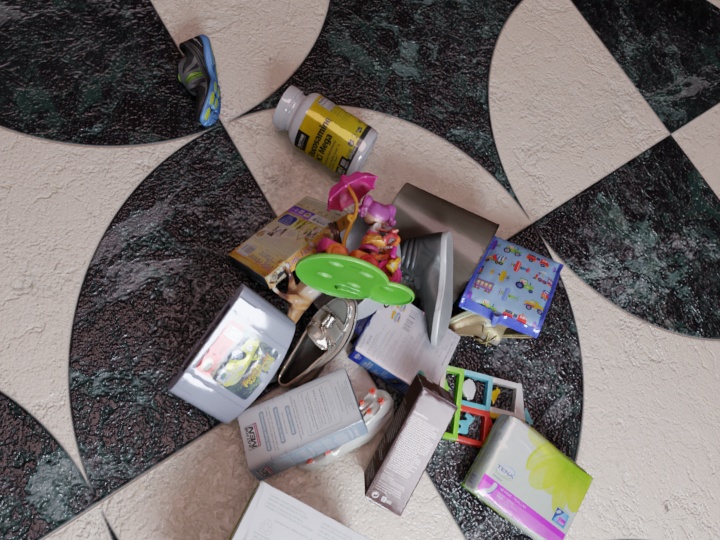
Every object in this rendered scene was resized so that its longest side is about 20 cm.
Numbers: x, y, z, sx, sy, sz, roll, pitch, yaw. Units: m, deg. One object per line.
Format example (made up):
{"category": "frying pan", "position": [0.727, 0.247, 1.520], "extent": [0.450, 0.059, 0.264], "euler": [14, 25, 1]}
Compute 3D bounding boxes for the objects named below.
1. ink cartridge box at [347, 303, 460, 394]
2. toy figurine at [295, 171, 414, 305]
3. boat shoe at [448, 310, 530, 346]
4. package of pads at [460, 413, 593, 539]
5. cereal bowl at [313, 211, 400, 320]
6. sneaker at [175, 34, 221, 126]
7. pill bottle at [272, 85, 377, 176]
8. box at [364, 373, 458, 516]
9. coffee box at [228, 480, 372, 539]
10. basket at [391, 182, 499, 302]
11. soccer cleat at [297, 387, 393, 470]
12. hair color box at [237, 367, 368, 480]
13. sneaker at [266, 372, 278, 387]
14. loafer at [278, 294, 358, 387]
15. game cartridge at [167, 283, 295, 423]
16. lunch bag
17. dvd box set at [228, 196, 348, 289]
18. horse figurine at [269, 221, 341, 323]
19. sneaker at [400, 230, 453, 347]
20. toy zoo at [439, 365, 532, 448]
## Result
{"category": "ink cartridge box", "position": [0.067, 0.131, 1.111], "extent": [0.197, 0.076, 0.138], "euler": [33, 66, -2]}
{"category": "toy figurine", "position": [0.008, -0.063, 0.961], "extent": [0.195, 0.150, 0.189], "euler": [18, 65, -17]}
{"category": "boat shoe", "position": [0.256, 0.109, 1.167], "extent": [0.194, 0.074, 0.068], "euler": [-6, 66, -16]}
{"category": "package of pads", "position": [0.298, 0.371, 1.072], "extent": [0.198, 0.068, 0.156], "euler": [36, 76, -4]}
{"category": "cereal bowl", "position": [0.000, 0.000, 1.097], "extent": [0.083, 0.196, 0.206], "euler": [30, 61, -40]}
{"category": "sneaker", "position": [-0.325, -0.374, 1.207], "extent": [0.080, 0.071, 0.206], "euler": [-11, 72, -2]}
{"category": "pill bottle", "position": [-0.072, -0.277, 1.203], "extent": [0.197, 0.113, 0.114], "euler": [31, 66, -1]}
{"category": "box", "position": [0.081, 0.286, 1.007], "extent": [0.073, 0.100, 0.204], "euler": [26, 93, -2]}
{"category": "coffee box", "position": [-0.115, 0.454, 0.884], "extent": [0.196, 0.198, 0.203], "euler": [28, 64, -1]}
{"category": "basket", "position": [0.141, -0.066, 1.173], "extent": [0.197, 0.136, 0.183], "euler": [32, 79, 5]}
{"category": "soccer cleat", "position": [-0.022, 0.285, 1.043], "extent": [0.198, 0.078, 0.069], "euler": [-35, 44, -9]}
{"category": "hair color box", "position": [-0.096, 0.251, 0.993], "extent": [0.195, 0.061, 0.101], "euler": [-22, 56, -3]}
{"category": "sneaker", "position": [-0.211, 0.155, 1.046], "extent": [0.194, 0.060, 0.107], "euler": [-6, 71, -20]}
{"category": "loafer", "position": [-0.073, 0.125, 1.020], "extent": [0.072, 0.202, 0.062], "euler": [43, 25, 22]}
{"category": "game cartridge", "position": [-0.198, 0.140, 0.972], "extent": [0.132, 0.041, 0.202], "euler": [37, 88, -32]}
{"category": "lunch bag", "position": [0.277, 0.040, 1.121], "extent": [0.147, 0.096, 0.200], "euler": [23, 36, 16]}
{"category": "dvd box set", "position": [-0.129, -0.057, 1.106], "extent": [0.199, 0.145, 0.030], "euler": [-40, 128, -23]}
{"category": "horse figurine", "position": [-0.086, 0.010, 1.036], "extent": [0.049, 0.134, 0.200], "euler": [27, 63, 36]}
{"category": "sneaker", "position": [0.113, 0.031, 1.091], "extent": [0.096, 0.070, 0.207], "euler": [2, 89, 24]}
{"category": "toy zoo", "position": [0.233, 0.264, 1.134], "extent": [0.194, 0.021, 0.135], "euler": [15, 68, -8]}
